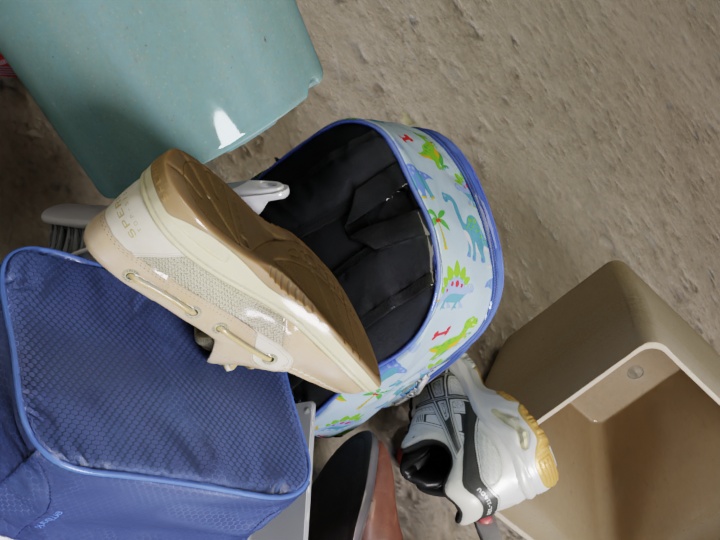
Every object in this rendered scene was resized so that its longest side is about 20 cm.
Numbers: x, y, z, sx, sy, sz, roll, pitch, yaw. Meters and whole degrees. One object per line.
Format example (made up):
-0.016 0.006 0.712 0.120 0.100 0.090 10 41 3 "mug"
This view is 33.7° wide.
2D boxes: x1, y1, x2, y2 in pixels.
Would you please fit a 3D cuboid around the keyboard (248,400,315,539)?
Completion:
-0.057 0.172 0.700 0.011 0.056 0.202 58 29 -54 "keyboard"

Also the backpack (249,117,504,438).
0.000 0.000 0.801 0.146 0.199 0.185 1 60 -49 "backpack"

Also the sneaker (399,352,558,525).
0.057 0.110 0.851 0.076 0.087 0.200 66 -12 -23 "sneaker"

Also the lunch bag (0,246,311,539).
-0.131 0.091 0.633 0.199 0.132 0.137 18 41 -39 "lunch bag"

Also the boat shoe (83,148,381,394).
-0.059 0.016 0.618 0.200 0.065 0.073 41 20 -46 "boat shoe"

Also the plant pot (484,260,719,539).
0.212 0.114 0.983 0.199 0.199 0.178 39 28 -22 "plant pot"

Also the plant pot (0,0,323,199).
-0.126 -0.160 0.658 0.197 0.199 0.201 61 33 -18 "plant pot"

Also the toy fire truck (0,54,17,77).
-0.180 -0.180 0.784 0.199 0.141 0.049 -7 67 -52 "toy fire truck"

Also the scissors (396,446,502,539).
0.090 0.166 0.834 0.072 0.014 0.200 -10 28 -20 "scissors"

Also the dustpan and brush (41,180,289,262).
-0.122 -0.023 0.674 0.140 0.198 0.058 -44 130 -54 "dustpan and brush"

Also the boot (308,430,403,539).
0.051 0.224 0.797 0.199 0.068 0.190 31 42 -32 "boot"
